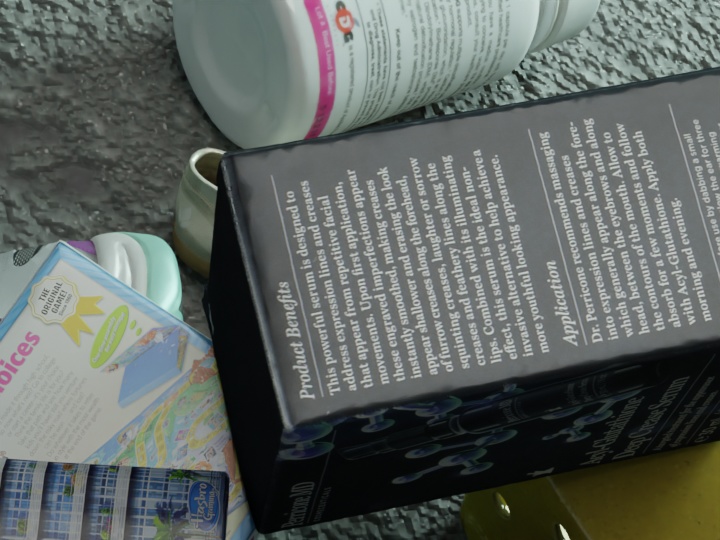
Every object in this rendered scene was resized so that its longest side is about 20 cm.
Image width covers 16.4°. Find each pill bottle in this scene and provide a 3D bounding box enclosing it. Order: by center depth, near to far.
[{"bbox_3d":[0.017,-0.137,1.248,0.200,0.113,0.113,-20,64,-31],"label":"pill bottle"}]

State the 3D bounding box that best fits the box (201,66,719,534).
[{"bbox_3d":[0.050,0.013,0.938,0.200,0.148,0.107,-10,71,-9],"label":"box"}]

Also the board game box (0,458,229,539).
[{"bbox_3d":[-0.154,0.163,0.925,0.200,0.062,0.200,4,75,-3],"label":"board game box"}]

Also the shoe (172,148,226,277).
[{"bbox_3d":[0.000,0.000,1.146,0.200,0.053,0.070,23,42,17],"label":"shoe"}]

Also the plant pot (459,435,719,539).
[{"bbox_3d":[0.159,0.089,1.092,0.200,0.194,0.196,-24,66,-21],"label":"plant pot"}]

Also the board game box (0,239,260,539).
[{"bbox_3d":[-0.121,0.106,0.993,0.134,0.034,0.200,33,75,6],"label":"board game box"}]

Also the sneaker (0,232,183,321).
[{"bbox_3d":[-0.138,0.073,1.061,0.140,0.078,0.200,-1,51,-19],"label":"sneaker"}]
